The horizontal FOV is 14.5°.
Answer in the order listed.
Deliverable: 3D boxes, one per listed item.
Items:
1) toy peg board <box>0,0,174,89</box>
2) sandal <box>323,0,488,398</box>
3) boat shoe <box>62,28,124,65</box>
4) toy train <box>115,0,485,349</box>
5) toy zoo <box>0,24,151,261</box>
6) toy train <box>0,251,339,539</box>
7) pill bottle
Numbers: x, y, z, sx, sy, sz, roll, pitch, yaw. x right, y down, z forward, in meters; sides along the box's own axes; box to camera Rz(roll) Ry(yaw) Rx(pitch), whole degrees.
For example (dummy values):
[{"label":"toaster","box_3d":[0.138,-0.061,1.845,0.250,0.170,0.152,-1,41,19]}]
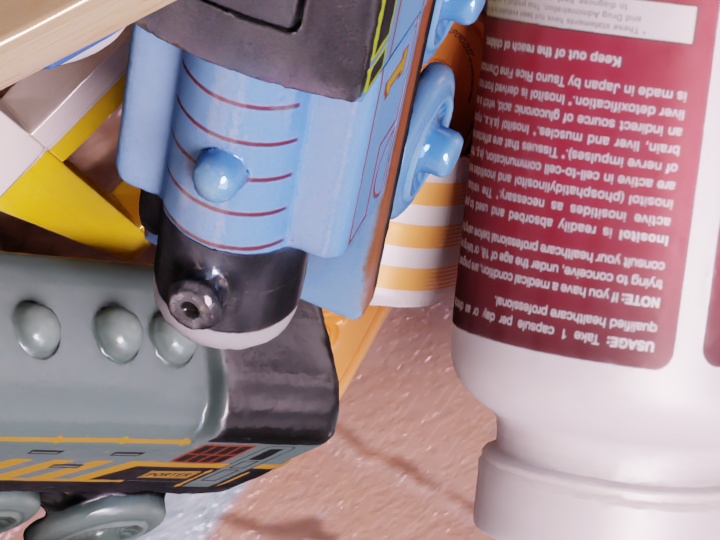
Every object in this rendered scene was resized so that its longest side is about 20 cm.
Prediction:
[{"label":"toy peg board","box_3d":[-0.075,-0.125,0.623,0.199,0.200,0.098,-28,159,-11]},{"label":"sandal","box_3d":[0.007,0.000,0.930,0.079,0.059,0.207,-8,135,-35]},{"label":"boat shoe","box_3d":[-0.151,-0.069,0.676,0.199,0.069,0.057,4,148,-2]},{"label":"toy train","box_3d":[-0.017,-0.066,0.739,0.114,0.086,0.201,-57,165,-46]},{"label":"toy zoo","box_3d":[-0.053,-0.081,0.807,0.200,0.020,0.131,-45,145,2]},{"label":"toy train","box_3d":[-0.100,0.035,0.835,0.114,0.086,0.199,-28,157,37]},{"label":"pill bottle","box_3d":[0.087,-0.015,0.869,0.113,0.113,0.201,1,98,-41]}]
